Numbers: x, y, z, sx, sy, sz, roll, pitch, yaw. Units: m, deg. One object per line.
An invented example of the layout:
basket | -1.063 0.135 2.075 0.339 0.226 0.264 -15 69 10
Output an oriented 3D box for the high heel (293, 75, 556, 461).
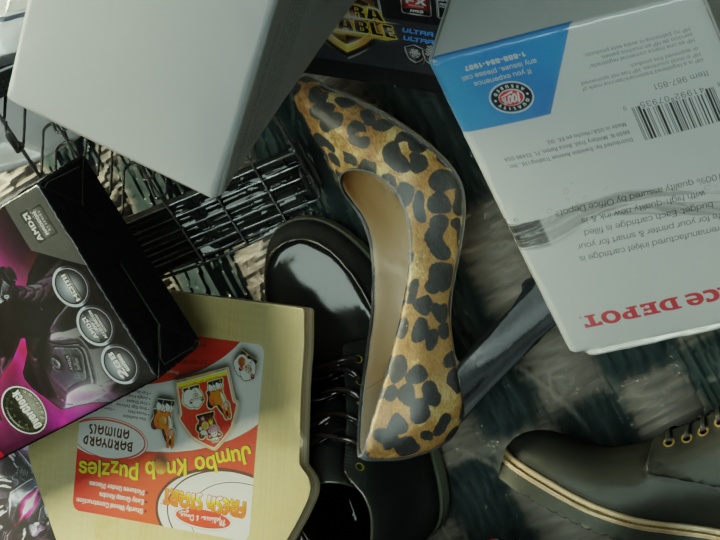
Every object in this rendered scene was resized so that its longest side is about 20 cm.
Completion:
high heel | 0.000 0.000 1.484 0.143 0.071 0.200 -43 89 -18

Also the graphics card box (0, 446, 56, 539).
graphics card box | -0.182 0.140 1.621 0.200 0.051 0.126 12 104 17

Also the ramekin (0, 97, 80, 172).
ramekin | -0.225 -0.156 1.517 0.202 0.094 0.202 -7 132 -7

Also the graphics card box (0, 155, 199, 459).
graphics card box | -0.196 0.033 1.513 0.200 0.051 0.126 -26 97 36

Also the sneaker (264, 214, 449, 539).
sneaker | -0.012 0.069 1.517 0.075 0.106 0.200 -20 93 24

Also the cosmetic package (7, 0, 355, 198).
cosmetic package | -0.061 -0.182 1.314 0.123 0.200 0.199 25 133 5

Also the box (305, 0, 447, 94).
box | 0.041 -0.185 1.434 0.200 0.050 0.199 11 132 19

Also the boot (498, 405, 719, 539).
boot | 0.186 0.081 1.469 0.200 0.077 0.138 15 102 4

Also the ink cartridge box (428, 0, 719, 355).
ink cartridge box | 0.143 -0.067 1.398 0.145 0.084 0.200 -13 125 22

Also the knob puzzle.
knob puzzle | -0.101 0.111 1.525 0.220 0.030 0.220 -1 89 33

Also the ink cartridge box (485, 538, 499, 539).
ink cartridge box | 0.045 0.262 1.519 0.146 0.083 0.200 -20 94 52

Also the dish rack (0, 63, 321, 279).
dish rack | -0.115 -0.082 1.510 0.153 0.055 0.200 -21 134 9

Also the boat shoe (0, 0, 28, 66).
boat shoe | -0.250 -0.124 1.434 0.200 0.074 0.065 -13 92 19
